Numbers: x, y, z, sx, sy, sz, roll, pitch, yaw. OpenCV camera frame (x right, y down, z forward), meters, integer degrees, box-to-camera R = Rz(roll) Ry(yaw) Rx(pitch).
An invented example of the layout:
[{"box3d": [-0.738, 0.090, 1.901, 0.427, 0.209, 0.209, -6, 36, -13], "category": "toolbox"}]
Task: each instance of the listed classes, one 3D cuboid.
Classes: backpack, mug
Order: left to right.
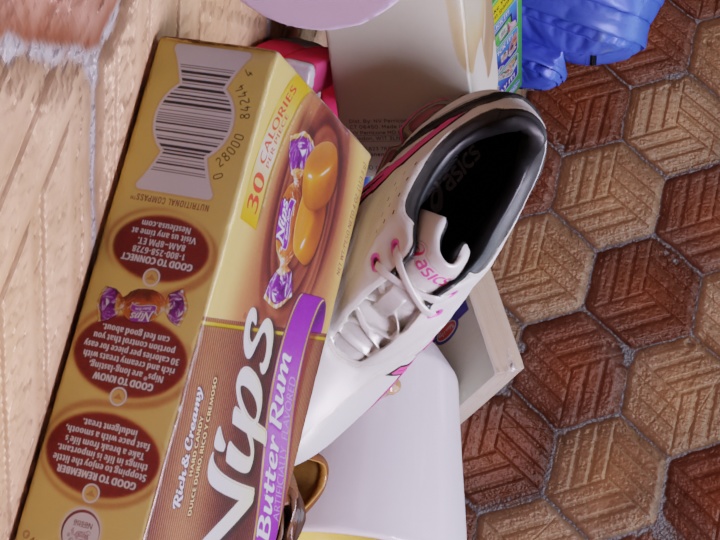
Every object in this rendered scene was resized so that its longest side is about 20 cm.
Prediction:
[{"box3d": [-0.006, 0.126, 0.994, 0.186, 0.148, 0.155, -30, -133, 53], "category": "mug"}, {"box3d": [0.156, -0.236, 1.239, 0.163, 0.198, 0.170, -47, 149, -76], "category": "backpack"}]

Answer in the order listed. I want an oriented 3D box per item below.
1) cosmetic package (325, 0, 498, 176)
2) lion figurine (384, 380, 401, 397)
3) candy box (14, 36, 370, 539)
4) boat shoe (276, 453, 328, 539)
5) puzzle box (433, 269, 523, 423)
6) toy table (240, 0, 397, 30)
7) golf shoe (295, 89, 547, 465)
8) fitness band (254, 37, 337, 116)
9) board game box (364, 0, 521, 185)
[{"box3d": [0.022, -0.156, 0.706, 0.106, 0.070, 0.201, -74, 160, -52], "category": "cosmetic package"}, {"box3d": [0.000, 0.000, 0.866, 0.123, 0.072, 0.201, 122, -12, -52], "category": "lion figurine"}, {"box3d": [-0.059, 0.026, 0.572, 0.117, 0.056, 0.202, 41, 60, -66], "category": "candy box"}, {"box3d": [-0.060, 0.116, 0.737, 0.200, 0.067, 0.073, -37, 139, -78], "category": "boat shoe"}, {"box3d": [0.047, 0.051, 1.071, 0.200, 0.025, 0.134, -50, -128, 56], "category": "puzzle box"}, {"box3d": [0.004, -0.176, 0.407, 0.117, 0.183, 0.200, -53, 172, -31], "category": "toy table"}, {"box3d": [0.009, 0.002, 0.644, 0.201, 0.072, 0.092, -55, -170, -4], "category": "golf shoe"}, {"box3d": [-0.041, -0.042, 0.741, 0.200, 0.037, 0.145, -45, 147, -74], "category": "fitness band"}, {"box3d": [0.049, -0.107, 1.031, 0.200, 0.029, 0.135, -52, 159, -20], "category": "board game box"}]
